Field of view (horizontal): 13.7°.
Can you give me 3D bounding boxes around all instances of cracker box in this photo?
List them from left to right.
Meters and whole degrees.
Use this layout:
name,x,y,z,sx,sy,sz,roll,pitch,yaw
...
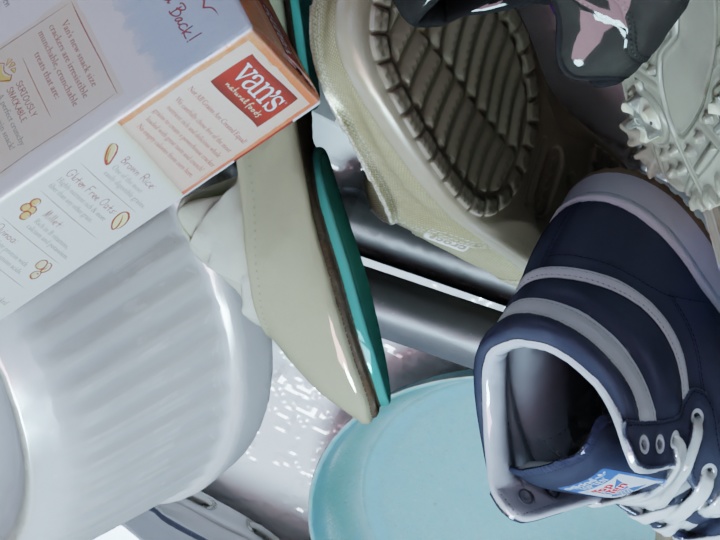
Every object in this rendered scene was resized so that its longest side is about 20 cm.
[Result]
name,x,y,z,sx,sy,sz,roll,pitch,yaw
cracker box,-0.128,-0.059,0.972,0.199,0.134,0.058,-33,146,9

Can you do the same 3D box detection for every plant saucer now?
name,x,y,z,sx,sy,sz,roll,pitch,yaw
plant saucer,0.077,0.109,1.189,0.199,0.027,0.201,12,133,13

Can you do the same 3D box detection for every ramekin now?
name,x,y,z,sx,sy,sz,roll,pitch,yaw
ramekin,-0.138,0.015,1.090,0.200,0.105,0.201,27,135,31

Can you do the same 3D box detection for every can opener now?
name,x,y,z,sx,sy,sz,roll,pitch,yaw
can opener,0.000,0.000,1.120,0.199,0.054,0.067,19,166,5

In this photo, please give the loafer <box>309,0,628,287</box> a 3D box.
name,x,y,z,sx,sy,sz,roll,pitch,yaw
loafer,0.028,-0.044,1.010,0.068,0.076,0.200,7,156,32

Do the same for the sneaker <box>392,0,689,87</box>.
name,x,y,z,sx,sy,sz,roll,pitch,yaw
sneaker,0.017,-0.124,0.879,0.200,0.076,0.091,33,103,28

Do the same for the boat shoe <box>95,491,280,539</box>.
name,x,y,z,sx,sy,sz,roll,pitch,yaw
boat shoe,-0.096,0.116,1.237,0.199,0.065,0.074,32,110,-8

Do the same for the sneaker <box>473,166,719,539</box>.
name,x,y,z,sx,sy,sz,roll,pitch,yaw
sneaker,0.114,0.072,0.982,0.070,0.109,0.200,-32,101,42

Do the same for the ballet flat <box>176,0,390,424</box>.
name,x,y,z,sx,sy,sz,roll,pitch,yaw
ballet flat,-0.037,-0.043,1.018,0.069,0.069,0.201,-13,84,31

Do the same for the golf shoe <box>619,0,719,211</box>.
name,x,y,z,sx,sy,sz,roll,pitch,yaw
golf shoe,0.138,-0.108,0.924,0.078,0.097,0.201,45,140,33

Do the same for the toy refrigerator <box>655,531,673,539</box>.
name,x,y,z,sx,sy,sz,roll,pitch,yaw
toy refrigerator,0.213,0.108,1.089,0.199,0.070,0.076,23,113,-2

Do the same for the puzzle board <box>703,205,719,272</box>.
name,x,y,z,sx,sy,sz,roll,pitch,yaw
puzzle board,0.193,0.073,0.983,0.199,0.151,0.017,28,127,-33

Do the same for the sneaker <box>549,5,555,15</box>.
name,x,y,z,sx,sy,sz,roll,pitch,yaw
sneaker,0.003,-0.131,0.977,0.199,0.075,0.088,21,140,3
